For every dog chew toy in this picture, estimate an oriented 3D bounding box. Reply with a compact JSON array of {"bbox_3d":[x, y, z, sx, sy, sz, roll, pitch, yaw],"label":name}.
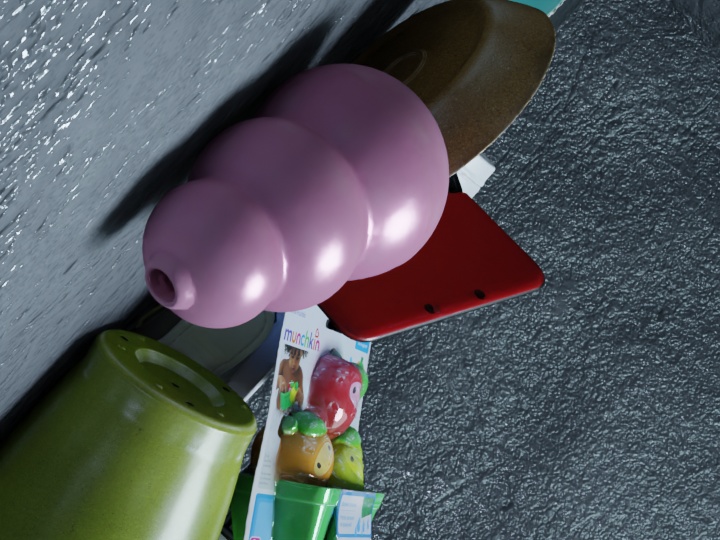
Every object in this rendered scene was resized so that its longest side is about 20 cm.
[{"bbox_3d":[-0.039,-0.035,0.733,0.199,0.125,0.125,-36,172,-41],"label":"dog chew toy"}]

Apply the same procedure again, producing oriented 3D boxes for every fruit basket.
[{"bbox_3d":[-0.029,0.127,1.021,0.185,0.093,0.202,30,73,-67],"label":"fruit basket"}]

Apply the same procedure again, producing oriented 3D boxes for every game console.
[{"bbox_3d":[0.000,0.000,0.964,0.199,0.120,0.172,-13,171,-41],"label":"game console"}]

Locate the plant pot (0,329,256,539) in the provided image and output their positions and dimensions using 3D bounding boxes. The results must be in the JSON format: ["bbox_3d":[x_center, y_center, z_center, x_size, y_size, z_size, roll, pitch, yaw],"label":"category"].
[{"bbox_3d":[-0.172,0.155,0.935,0.194,0.199,0.200,-58,177,7],"label":"plant pot"}]

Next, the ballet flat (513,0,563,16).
[{"bbox_3d":[0.109,-0.225,1.197,0.200,0.072,0.072,-42,178,-10],"label":"ballet flat"}]

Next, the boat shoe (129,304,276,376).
[{"bbox_3d":[-0.145,0.063,1.025,0.201,0.072,0.060,-34,-160,18],"label":"boat shoe"}]

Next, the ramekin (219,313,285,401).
[{"bbox_3d":[-0.093,0.029,1.141,0.200,0.105,0.200,-47,178,-2],"label":"ramekin"}]

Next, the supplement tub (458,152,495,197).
[{"bbox_3d":[0.020,-0.069,1.291,0.200,0.132,0.132,-47,179,9],"label":"supplement tub"}]

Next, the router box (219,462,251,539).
[{"bbox_3d":[-0.128,0.249,1.125,0.150,0.062,0.200,-50,178,11],"label":"router box"}]

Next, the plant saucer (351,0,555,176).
[{"bbox_3d":[0.035,-0.120,0.882,0.199,0.035,0.201,-31,-150,19],"label":"plant saucer"}]

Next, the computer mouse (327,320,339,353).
[{"bbox_3d":[-0.036,0.062,1.156,0.058,0.034,0.200,-23,161,-30],"label":"computer mouse"}]
